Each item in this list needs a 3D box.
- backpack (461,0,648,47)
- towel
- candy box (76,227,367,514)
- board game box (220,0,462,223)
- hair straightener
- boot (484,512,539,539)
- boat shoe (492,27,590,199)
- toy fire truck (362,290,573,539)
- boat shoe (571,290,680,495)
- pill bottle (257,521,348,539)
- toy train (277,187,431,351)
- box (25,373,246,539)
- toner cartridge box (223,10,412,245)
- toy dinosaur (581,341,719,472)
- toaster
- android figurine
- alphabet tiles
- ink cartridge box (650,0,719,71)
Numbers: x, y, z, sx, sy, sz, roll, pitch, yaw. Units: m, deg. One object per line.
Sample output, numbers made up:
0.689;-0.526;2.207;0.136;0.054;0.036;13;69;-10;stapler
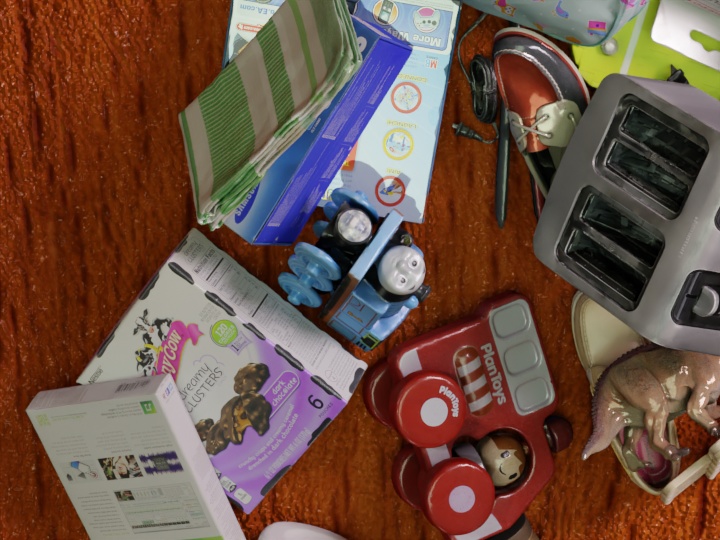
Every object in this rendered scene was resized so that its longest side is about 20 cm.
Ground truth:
0.150;-0.272;1.418;0.199;0.167;0.127;23;57;7;backpack
-0.078;-0.147;1.418;0.023;0.153;0.200;25;122;-33;towel
-0.124;0.091;1.541;0.199;0.072;0.168;38;121;-4;candy box
-0.024;-0.157;1.521;0.198;0.056;0.198;10;102;1;board game box
0.118;-0.135;1.526;0.076;0.041;0.202;-5;103;3;hair straightener
0.084;0.306;1.604;0.199;0.074;0.076;-30;108;6;boot
0.160;-0.118;1.476;0.071;0.063;0.201;3;139;37;boat shoe
0.106;0.137;1.556;0.167;0.112;0.202;-22;101;-12;toy fire truck
0.244;0.107;1.554;0.073;0.069;0.201;-22;100;6;boat shoe
-0.069;0.343;1.594;0.109;0.110;0.202;18;102;-1;pill bottle
0.000;0.000;1.485;0.114;0.200;0.087;34;73;-1;toy train
-0.198;0.190;1.560;0.143;0.036;0.201;-8;116;26;box
-0.037;-0.115;1.450;0.043;0.095;0.201;35;101;16;toner cartridge box
0.257;0.088;1.485;0.199;0.086;0.136;-25;86;-6;toy dinosaur
0.254;-0.054;1.417;0.118;0.200;0.182;6;114;-43;toaster
0.265;-0.205;1.508;0.198;0.041;0.184;18;101;-3;android figurine
0.338;0.137;1.491;0.195;0.200;0.015;-38;76;0;alphabet tiles
0.329;-0.268;1.443;0.116;0.067;0.202;20;87;-16;ink cartridge box
